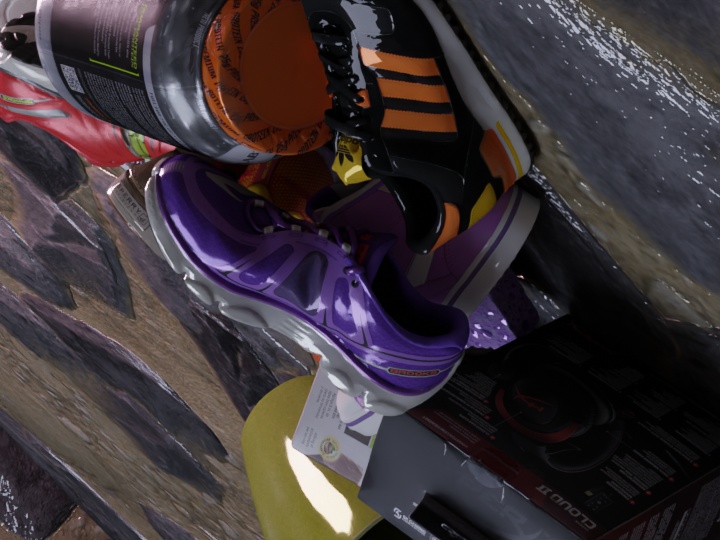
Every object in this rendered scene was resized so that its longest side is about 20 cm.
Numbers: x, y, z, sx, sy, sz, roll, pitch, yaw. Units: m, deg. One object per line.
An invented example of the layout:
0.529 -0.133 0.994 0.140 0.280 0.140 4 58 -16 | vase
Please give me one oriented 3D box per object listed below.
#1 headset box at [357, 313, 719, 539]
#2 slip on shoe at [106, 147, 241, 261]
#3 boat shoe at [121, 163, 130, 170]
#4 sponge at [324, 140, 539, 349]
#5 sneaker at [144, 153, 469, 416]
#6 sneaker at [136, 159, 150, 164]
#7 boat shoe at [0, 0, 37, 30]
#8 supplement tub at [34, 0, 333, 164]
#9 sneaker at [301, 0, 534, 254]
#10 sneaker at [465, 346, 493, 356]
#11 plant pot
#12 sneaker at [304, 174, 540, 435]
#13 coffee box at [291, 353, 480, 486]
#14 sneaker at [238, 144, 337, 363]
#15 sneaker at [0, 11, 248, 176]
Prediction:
0.107 0.117 1.623 0.149 0.200 0.075 34 125 25 | headset box
-0.087 -0.030 1.693 0.076 0.061 0.200 49 -176 24 | slip on shoe
-0.127 -0.079 1.942 0.200 0.070 0.066 39 166 -18 | boat shoe
0.017 -0.031 1.682 0.111 0.030 0.200 1 136 41 | sponge
-0.025 -0.008 1.551 0.200 0.081 0.083 33 129 -11 | sneaker
-0.101 -0.069 1.823 0.200 0.081 0.074 57 -165 -32 | sneaker
-0.156 -0.143 1.832 0.200 0.074 0.060 33 -146 -33 | boat shoe
-0.087 -0.127 1.578 0.123 0.123 0.200 51 164 -32 | supplement tub
0.010 -0.092 1.486 0.070 0.090 0.200 21 155 54 | sneaker
0.000 0.000 1.795 0.200 0.085 0.073 43 164 -12 | sneaker
-0.003 0.174 2.174 0.200 0.187 0.187 49 174 41 | plant pot
0.009 0.003 1.629 0.114 0.073 0.201 26 126 -8 | sneaker
0.074 0.113 1.788 0.200 0.080 0.113 28 -159 22 | coffee box
-0.035 0.006 1.680 0.073 0.077 0.200 11 143 31 | sneaker
-0.131 -0.095 1.734 0.200 0.077 0.085 21 135 5 | sneaker
